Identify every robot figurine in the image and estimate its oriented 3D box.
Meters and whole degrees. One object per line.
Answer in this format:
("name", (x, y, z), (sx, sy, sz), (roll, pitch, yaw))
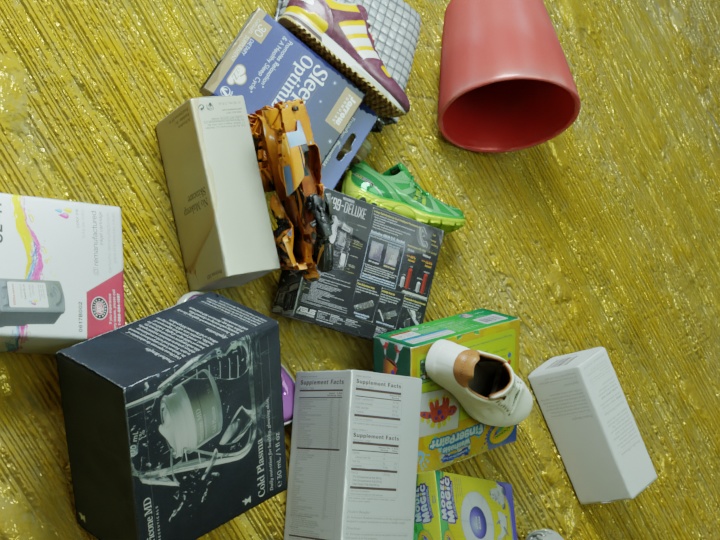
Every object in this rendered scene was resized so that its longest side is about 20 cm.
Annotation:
("robot figurine", (-0.079, -0.085, 1.382), (0.058, 0.145, 0.203), (-11, 94, -22))

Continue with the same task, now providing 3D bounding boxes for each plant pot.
("plant pot", (0.194, -0.288, 1.707), (0.199, 0.200, 0.179), (14, 61, -36))

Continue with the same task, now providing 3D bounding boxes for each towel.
("towel", (-0.028, -0.290, 1.579), (0.199, 0.085, 0.167), (25, 70, -27))

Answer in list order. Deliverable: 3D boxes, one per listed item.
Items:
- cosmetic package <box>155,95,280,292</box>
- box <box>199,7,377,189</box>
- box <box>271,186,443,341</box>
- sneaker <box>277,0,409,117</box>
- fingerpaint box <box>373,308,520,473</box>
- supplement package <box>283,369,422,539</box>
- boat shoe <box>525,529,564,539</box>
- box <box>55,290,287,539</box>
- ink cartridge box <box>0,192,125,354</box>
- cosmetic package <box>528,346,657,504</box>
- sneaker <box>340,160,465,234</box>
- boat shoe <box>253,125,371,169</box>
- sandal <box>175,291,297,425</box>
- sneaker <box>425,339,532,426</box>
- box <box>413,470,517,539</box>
("cosmetic package", (-0.162, -0.085, 1.393), (0.072, 0.103, 0.203), (-8, 82, -34))
("box", (-0.077, -0.200, 1.461), (0.199, 0.032, 0.122), (37, 74, -17))
("box", (0.000, 0.000, 1.514), (0.198, 0.050, 0.160), (17, 84, -36))
("sneaker", (-0.003, -0.272, 1.499), (0.199, 0.075, 0.091), (39, 71, -22))
("fingerpaint box", (0.107, 0.150, 1.541), (0.199, 0.073, 0.169), (-12, 108, -41))
("supplement package", (-0.008, 0.219, 1.414), (0.109, 0.113, 0.203), (11, 79, -38))
("boat shoe", (0.244, 0.373, 1.627), (0.199, 0.072, 0.067), (19, 62, -36))
("box", (-0.186, 0.155, 1.247), (0.195, 0.123, 0.202), (-22, 120, -40))
("ink cartridge box", (-0.341, 0.004, 1.232), (0.198, 0.085, 0.150), (6, 75, -41))
("cosmetic package", (0.323, 0.217, 1.718), (0.074, 0.101, 0.202), (-27, 96, -40))
("sneaker", (0.063, -0.096, 1.606), (0.198, 0.074, 0.085), (17, 69, -36))
("boat shoe", (-0.079, -0.159, 1.514), (0.198, 0.073, 0.064), (15, 76, -24))
("sandal", (-0.133, 0.106, 1.399), (0.203, 0.050, 0.083), (45, 55, -23))
("sneaker", (0.163, 0.147, 1.485), (0.199, 0.084, 0.074), (30, 77, -44))
("box", (0.118, 0.306, 1.483), (0.199, 0.048, 0.119), (17, 62, -47))
